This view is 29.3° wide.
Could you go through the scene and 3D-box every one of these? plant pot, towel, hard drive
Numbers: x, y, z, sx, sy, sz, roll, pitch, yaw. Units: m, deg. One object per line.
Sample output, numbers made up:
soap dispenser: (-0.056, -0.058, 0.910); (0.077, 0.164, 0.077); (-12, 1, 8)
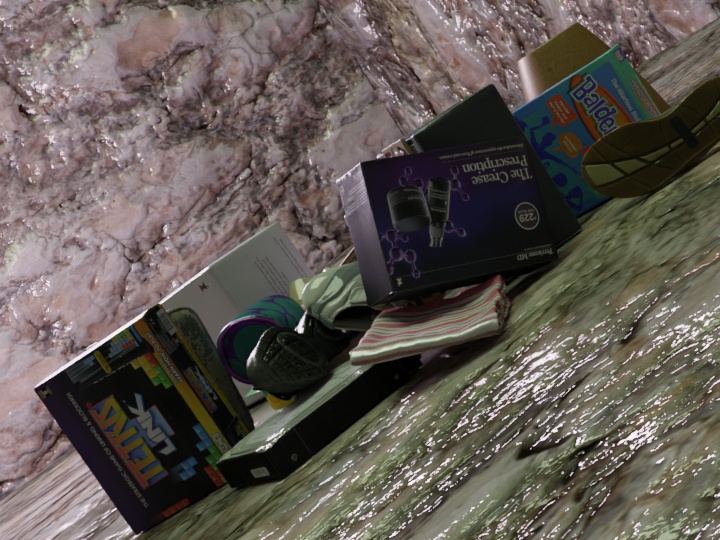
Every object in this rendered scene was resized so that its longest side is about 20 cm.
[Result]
plant pot: (0.294, -0.210, 1.766); (0.186, 0.201, 0.186); (-32, 4, 2)
towel: (0.071, 0.048, 1.347); (0.145, 0.030, 0.200); (-15, 6, 11)
hard drive: (-0.042, 0.143, 1.387); (0.200, 0.038, 0.140); (-35, 4, -28)

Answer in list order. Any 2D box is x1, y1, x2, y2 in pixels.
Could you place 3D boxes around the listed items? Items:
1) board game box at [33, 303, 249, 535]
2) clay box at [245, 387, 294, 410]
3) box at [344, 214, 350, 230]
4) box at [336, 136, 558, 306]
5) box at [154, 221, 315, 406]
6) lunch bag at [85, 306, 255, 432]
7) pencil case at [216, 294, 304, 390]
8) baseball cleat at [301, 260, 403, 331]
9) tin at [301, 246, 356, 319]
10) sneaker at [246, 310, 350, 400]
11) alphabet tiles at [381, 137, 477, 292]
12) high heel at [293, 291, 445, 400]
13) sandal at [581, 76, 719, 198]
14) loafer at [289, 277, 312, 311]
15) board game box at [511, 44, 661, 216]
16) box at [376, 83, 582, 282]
board game box: (-0.231, 0.163, 1.492); (0.165, 0.201, 0.057); (-33, 5, 20)
clay box: (-0.044, 0.110, 1.725); (0.200, 0.048, 0.115); (-38, 5, -32)
box: (0.089, -0.059, 1.906); (0.112, 0.102, 0.200); (-31, -13, 30)
box: (0.092, -0.053, 1.448); (0.199, 0.142, 0.079); (-11, -6, -24)
box: (-0.167, 0.079, 1.991); (0.200, 0.200, 0.171); (-32, 4, 42)
lunch bag: (-0.240, 0.162, 1.629); (0.139, 0.201, 0.167); (-33, 7, -35)
pencil case: (-0.112, 0.082, 1.649); (0.092, 0.086, 0.200); (4, 7, 4)
baseball cleat: (0.036, 0.010, 1.512); (0.199, 0.070, 0.106); (-32, 44, -19)
tin: (0.000, 0.000, 1.645); (0.200, 0.042, 0.112); (-52, -10, 15)
sneaker: (-0.076, 0.105, 1.468); (0.091, 0.076, 0.200); (-49, -10, 18)
alphabet tiles: (0.089, -0.062, 1.604); (0.008, 0.201, 0.167); (-33, 4, -11)
high heel: (0.009, 0.085, 1.557); (0.200, 0.072, 0.143); (-30, 14, 40)
sandal: (0.339, -0.142, 1.516); (0.199, 0.081, 0.054); (-32, -11, 3)
loafer: (-0.023, 0.035, 1.917); (0.076, 0.069, 0.199); (-40, -24, 33)
board game box: (0.266, -0.155, 1.665); (0.200, 0.153, 0.045); (-32, 4, 34)
box: (0.138, -0.095, 1.635); (0.123, 0.201, 0.198); (-33, 5, -10)
